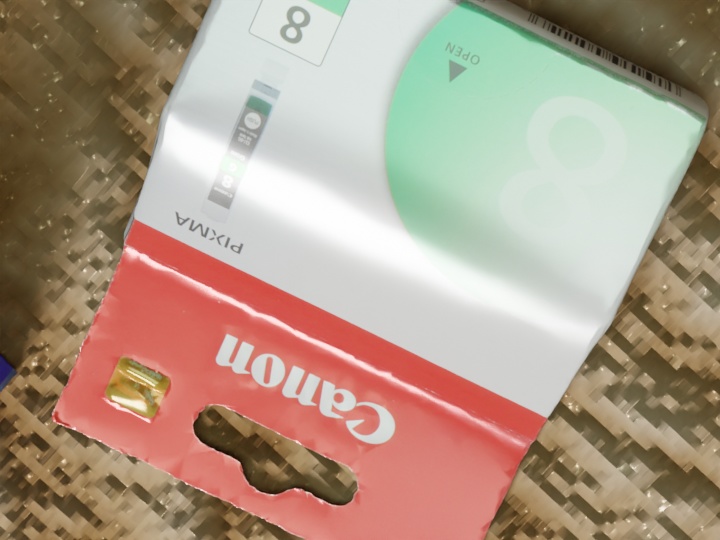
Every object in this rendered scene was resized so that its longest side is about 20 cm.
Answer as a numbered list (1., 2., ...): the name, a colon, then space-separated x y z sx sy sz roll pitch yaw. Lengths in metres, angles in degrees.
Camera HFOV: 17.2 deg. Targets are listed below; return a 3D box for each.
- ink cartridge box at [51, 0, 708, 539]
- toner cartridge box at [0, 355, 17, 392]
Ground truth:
1. ink cartridge box: 0.000 0.000 0.784 0.160 0.050 0.201 25 102 0
2. toner cartridge box: -0.175 0.074 0.740 0.095 0.200 0.043 -42 97 14
